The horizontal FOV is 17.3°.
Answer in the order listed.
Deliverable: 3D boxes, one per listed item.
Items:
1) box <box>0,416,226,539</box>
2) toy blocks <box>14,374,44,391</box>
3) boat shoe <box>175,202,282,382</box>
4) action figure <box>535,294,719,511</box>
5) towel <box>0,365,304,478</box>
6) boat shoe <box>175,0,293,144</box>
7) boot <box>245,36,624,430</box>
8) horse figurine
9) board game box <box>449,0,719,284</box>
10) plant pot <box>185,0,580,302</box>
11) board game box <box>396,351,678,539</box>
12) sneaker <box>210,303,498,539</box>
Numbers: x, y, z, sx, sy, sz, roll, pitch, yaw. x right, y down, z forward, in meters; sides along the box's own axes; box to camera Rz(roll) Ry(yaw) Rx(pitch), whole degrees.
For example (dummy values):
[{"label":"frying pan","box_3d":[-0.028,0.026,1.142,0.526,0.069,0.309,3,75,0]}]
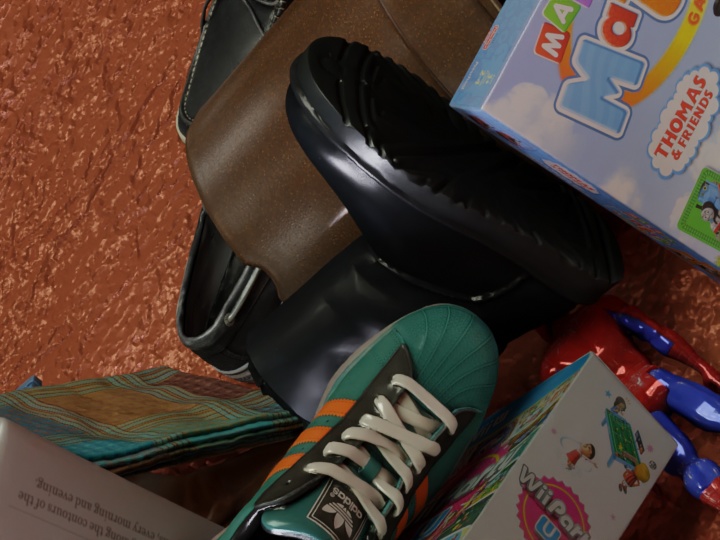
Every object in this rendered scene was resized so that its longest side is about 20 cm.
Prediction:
[{"label":"box","box_3d":[-0.177,0.185,1.084,0.199,0.199,0.173,-9,61,38]},{"label":"toy blocks","box_3d":[-0.205,0.121,1.310,0.136,0.100,0.200,-39,22,16]},{"label":"boat shoe","box_3d":[-0.056,-0.042,1.305,0.071,0.068,0.201,5,71,40]},{"label":"action figure","box_3d":[0.143,0.067,1.102,0.066,0.052,0.200,-50,47,1]},{"label":"towel","box_3d":[-0.130,0.077,1.223,0.146,0.199,0.022,11,103,41]},{"label":"boat shoe","box_3d":[-0.059,-0.164,1.377,0.074,0.062,0.201,24,85,42]},{"label":"boot","box_3d":[0.000,0.000,1.091,0.168,0.200,0.077,-39,37,28]},{"label":"horse figurine","box_3d":[-0.110,0.149,1.257,0.199,0.050,0.133,-12,48,41]},{"label":"board game box","box_3d":[0.156,-0.090,1.070,0.152,0.199,0.037,-62,25,-5]},{"label":"plant pot","box_3d":[0.029,-0.084,1.186,0.198,0.200,0.201,-40,48,25]},{"label":"board game box","box_3d":[0.038,0.144,1.038,0.147,0.064,0.200,-39,8,47]},{"label":"sneaker","box_3d":[-0.005,0.099,1.019,0.200,0.071,0.080,-50,8,-7]}]
